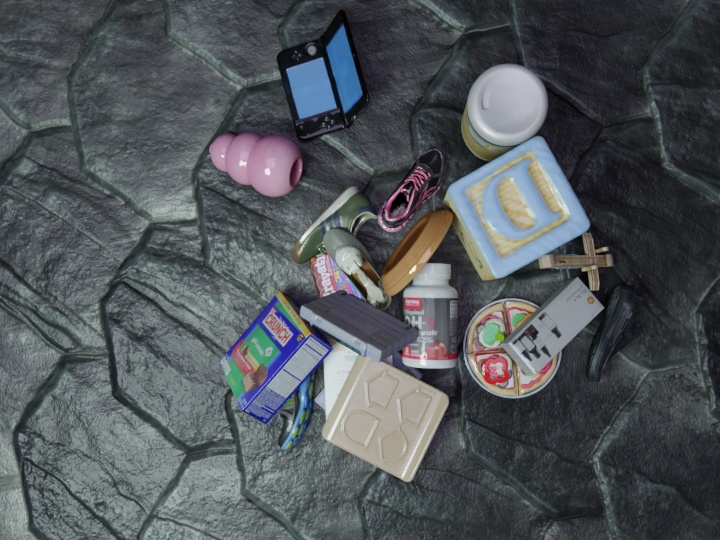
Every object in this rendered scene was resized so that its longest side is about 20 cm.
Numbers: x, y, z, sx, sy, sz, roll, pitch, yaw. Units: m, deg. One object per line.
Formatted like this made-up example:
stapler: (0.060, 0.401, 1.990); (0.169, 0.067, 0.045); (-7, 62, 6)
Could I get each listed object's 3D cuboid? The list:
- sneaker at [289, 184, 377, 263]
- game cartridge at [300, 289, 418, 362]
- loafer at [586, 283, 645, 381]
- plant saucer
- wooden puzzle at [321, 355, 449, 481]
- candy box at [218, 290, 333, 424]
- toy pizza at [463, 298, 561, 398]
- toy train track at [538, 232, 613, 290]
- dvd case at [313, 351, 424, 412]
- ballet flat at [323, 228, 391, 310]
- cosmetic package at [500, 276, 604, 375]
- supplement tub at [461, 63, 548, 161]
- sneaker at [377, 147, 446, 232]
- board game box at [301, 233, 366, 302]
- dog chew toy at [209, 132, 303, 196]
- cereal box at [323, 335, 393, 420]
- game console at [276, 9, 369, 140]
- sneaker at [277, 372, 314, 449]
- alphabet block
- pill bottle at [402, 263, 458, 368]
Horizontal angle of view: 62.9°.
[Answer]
sneaker: (-0.048, -0.073, 1.196); (0.090, 0.067, 0.200); (42, 89, 11)
game cartridge: (-0.006, 0.103, 1.123); (0.199, 0.129, 0.039); (26, 123, 32)
loafer: (0.500, 0.127, 1.154); (0.070, 0.068, 0.203); (21, 87, 15)
plant saucer: (0.101, -0.041, 1.132); (0.037, 0.200, 0.201); (36, 92, -7)
wooden puzzle: (0.048, 0.283, 1.153); (0.198, 0.046, 0.187); (26, 89, 6)
candy box: (-0.173, 0.168, 1.171); (0.200, 0.169, 0.077); (-48, 129, 1)
toy pizza: (0.308, 0.158, 1.191); (0.197, 0.032, 0.203); (0, 88, 6)
toy train track: (0.425, -0.020, 1.131); (0.198, 0.032, 0.116); (-2, 81, -29)
dvd case: (0.017, 0.242, 1.223); (0.142, 0.018, 0.200); (41, 93, 6)
ballet flat: (0.000, 0.000, 1.171); (0.067, 0.064, 0.200); (-35, 114, 9)
cosmetic package: (0.377, 0.109, 1.154); (0.200, 0.051, 0.083); (-41, 89, -11)
supplement tub: (0.268, -0.291, 1.126); (0.143, 0.200, 0.147); (0, 88, 5)
sneaker: (0.108, -0.167, 1.191); (0.079, 0.095, 0.201); (35, 90, 7)
board game box: (-0.050, 0.008, 1.238); (0.102, 0.019, 0.203); (-15, 87, 6)
dog chew toy: (-0.221, -0.229, 1.216); (0.198, 0.124, 0.126); (18, 90, 14)
cereal box: (-0.002, 0.224, 1.195); (0.142, 0.040, 0.203); (-3, 88, 4)
game console: (-0.082, -0.395, 1.205); (0.170, 0.119, 0.202); (-16, 86, 4)
sneaker: (-0.144, 0.266, 1.219); (0.082, 0.071, 0.202); (5, 86, 18)
alphabet block: (0.284, -0.108, 1.119); (0.195, 0.200, 0.197); (-27, 85, 4)
pill bottle: (0.139, 0.088, 1.170); (0.109, 0.111, 0.203); (1, 88, 5)
